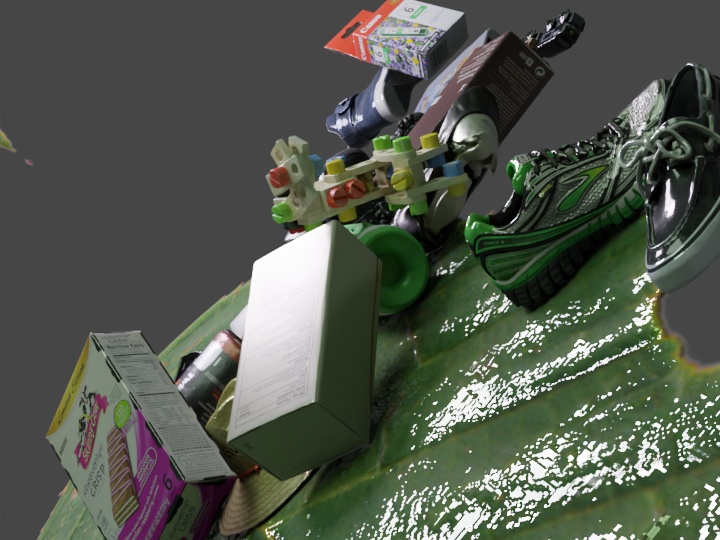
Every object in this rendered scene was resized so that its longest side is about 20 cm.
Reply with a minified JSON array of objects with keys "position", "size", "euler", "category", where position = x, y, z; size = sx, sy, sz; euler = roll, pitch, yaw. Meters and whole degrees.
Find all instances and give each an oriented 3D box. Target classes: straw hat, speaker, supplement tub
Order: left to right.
[{"position":[-0.161,0.164,1.425],"size":[0.200,0.107,0.107],"euler":[-50,12,-5],"category":"supplement tub"},{"position":[-0.096,0.143,1.308],"size":[0.201,0.085,0.201],"euler":[-46,12,12],"category":"straw hat"},{"position":[0.000,0.000,1.408],"size":[0.089,0.088,0.200],"euler":[-51,13,-12],"category":"speaker"}]

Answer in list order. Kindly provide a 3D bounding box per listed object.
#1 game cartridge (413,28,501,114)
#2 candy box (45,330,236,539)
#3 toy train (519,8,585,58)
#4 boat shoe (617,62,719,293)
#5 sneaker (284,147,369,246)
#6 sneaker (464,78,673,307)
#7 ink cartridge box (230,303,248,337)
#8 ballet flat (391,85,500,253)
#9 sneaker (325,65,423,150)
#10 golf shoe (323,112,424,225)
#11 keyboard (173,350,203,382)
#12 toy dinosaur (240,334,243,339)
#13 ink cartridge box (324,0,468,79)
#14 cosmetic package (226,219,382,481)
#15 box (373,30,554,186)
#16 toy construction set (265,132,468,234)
[{"position":[0.118,-0.222,1.805],"size":[0.133,0.042,0.200],"euler":[-38,16,27],"category":"game cartridge"},{"position":[-0.207,0.171,1.320],"size":[0.200,0.061,0.137],"euler":[50,124,36],"category":"candy box"},{"position":[0.189,-0.243,1.626],"size":[0.200,0.034,0.046],"euler":[-22,41,63],"category":"toy train"},{"position":[0.207,-0.068,0.916],"size":[0.073,0.068,0.200],"euler":[-36,18,46],"category":"boat shoe"},{"position":[-0.020,-0.081,1.818],"size":[0.081,0.073,0.201],"euler":[-15,38,41],"category":"sneaker"},{"position":[0.159,-0.066,1.048],"size":[0.200,0.085,0.078],"euler":[-45,12,13],"category":"sneaker"},{"position":[-0.060,0.055,1.604],"size":[0.161,0.050,0.200],"euler":[-48,30,5],"category":"ink cartridge box"},{"position":[0.101,-0.098,1.431],"size":[0.068,0.068,0.201],"euler":[-3,57,60],"category":"ballet flat"},{"position":[0.022,-0.265,2.180],"size":[0.146,0.077,0.203],"euler":[-36,19,38],"category":"sneaker"},{"position":[0.034,-0.104,1.691],"size":[0.200,0.078,0.094],"euler":[-42,-4,22],"category":"golf shoe"},{"position":[-0.190,0.184,1.535],"size":[0.103,0.039,0.202],"euler":[-6,62,47],"category":"keyboard"},{"position":[-0.133,0.104,1.565],"size":[0.106,0.060,0.202],"euler":[35,110,55],"category":"toy dinosaur"},{"position":[0.049,-0.355,2.127],"size":[0.199,0.051,0.109],"euler":[22,54,32],"category":"ink cartridge box"},{"position":[-0.044,0.066,1.226],"size":[0.103,0.073,0.201],"euler":[-26,41,31],"category":"cosmetic package"},{"position":[0.109,-0.154,1.535],"size":[0.201,0.075,0.100],"euler":[-54,13,-15],"category":"box"},{"position":[-0.010,-0.080,1.342],"size":[0.198,0.093,0.131],"euler":[-5,5,-36],"category":"toy construction set"}]
